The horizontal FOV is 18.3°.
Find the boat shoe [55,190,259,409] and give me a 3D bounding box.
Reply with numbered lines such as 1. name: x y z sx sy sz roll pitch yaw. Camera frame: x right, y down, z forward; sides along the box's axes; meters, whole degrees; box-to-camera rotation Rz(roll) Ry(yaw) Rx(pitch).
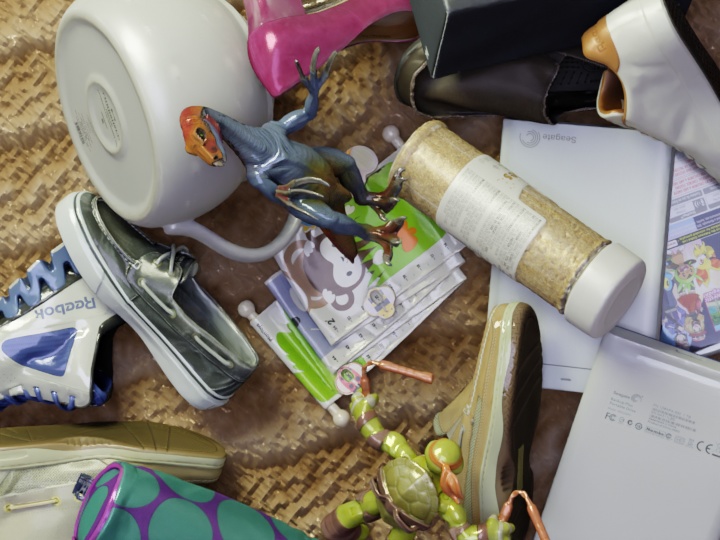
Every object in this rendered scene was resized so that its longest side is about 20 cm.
1. boat shoe: -0.150 0.011 1.716 0.071 0.072 0.200 -36 98 26

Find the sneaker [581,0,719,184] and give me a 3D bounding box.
1. sneaker: 0.221 -0.121 1.621 0.084 0.073 0.200 -24 130 18

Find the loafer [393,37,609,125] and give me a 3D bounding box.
1. loafer: 0.124 -0.146 1.664 0.198 0.072 0.073 -8 129 -1

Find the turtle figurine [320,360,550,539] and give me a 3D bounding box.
1. turtle figurine: 0.041 0.177 1.664 0.200 0.064 0.162 44 130 9

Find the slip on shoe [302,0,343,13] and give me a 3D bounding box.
1. slip on shoe: 0.011 -0.251 1.692 0.198 0.061 0.077 -19 64 10

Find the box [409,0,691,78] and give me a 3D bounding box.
1. box: 0.124 -0.268 1.614 0.197 0.123 0.202 -14 73 -7

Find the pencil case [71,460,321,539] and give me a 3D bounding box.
1. pencil case: -0.120 0.212 1.675 0.199 0.085 0.093 25 116 -24

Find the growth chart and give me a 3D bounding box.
1. growth chart: 0.000 0.000 1.730 0.145 0.018 0.200 42 94 5

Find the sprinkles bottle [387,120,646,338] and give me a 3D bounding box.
1. sprinkles bottle: 0.114 -0.032 1.651 0.199 0.068 0.069 36 95 20

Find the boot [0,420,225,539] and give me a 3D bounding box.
1. boot: -0.204 0.199 1.729 0.198 0.072 0.156 0 102 -11

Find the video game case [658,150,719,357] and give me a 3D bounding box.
1. video game case: 0.297 -0.044 1.693 0.198 0.023 0.184 -20 89 5

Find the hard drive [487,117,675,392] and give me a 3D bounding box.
1. hard drive: 0.165 -0.010 1.691 0.131 0.027 0.202 6 96 16

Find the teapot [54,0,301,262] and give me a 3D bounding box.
1. teapot: -0.128 -0.132 1.677 0.145 0.201 0.197 -20 46 -27

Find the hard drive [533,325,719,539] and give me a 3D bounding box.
1. hard drive: 0.215 0.154 1.677 0.131 0.025 0.202 19 109 6

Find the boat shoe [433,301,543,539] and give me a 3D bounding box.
1. boat shoe: 0.089 0.117 1.682 0.076 0.072 0.202 12 108 25

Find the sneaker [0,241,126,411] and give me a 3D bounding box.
1. sneaker: -0.256 0.079 1.728 0.199 0.081 0.115 -42 84 4

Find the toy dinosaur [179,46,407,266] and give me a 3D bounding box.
1. toy dinosaur: -0.056 -0.060 1.598 0.180 0.200 0.106 18 53 -14

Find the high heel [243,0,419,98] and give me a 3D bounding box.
1. high heel: 0.006 -0.168 1.656 0.199 0.067 0.097 2 64 -35
